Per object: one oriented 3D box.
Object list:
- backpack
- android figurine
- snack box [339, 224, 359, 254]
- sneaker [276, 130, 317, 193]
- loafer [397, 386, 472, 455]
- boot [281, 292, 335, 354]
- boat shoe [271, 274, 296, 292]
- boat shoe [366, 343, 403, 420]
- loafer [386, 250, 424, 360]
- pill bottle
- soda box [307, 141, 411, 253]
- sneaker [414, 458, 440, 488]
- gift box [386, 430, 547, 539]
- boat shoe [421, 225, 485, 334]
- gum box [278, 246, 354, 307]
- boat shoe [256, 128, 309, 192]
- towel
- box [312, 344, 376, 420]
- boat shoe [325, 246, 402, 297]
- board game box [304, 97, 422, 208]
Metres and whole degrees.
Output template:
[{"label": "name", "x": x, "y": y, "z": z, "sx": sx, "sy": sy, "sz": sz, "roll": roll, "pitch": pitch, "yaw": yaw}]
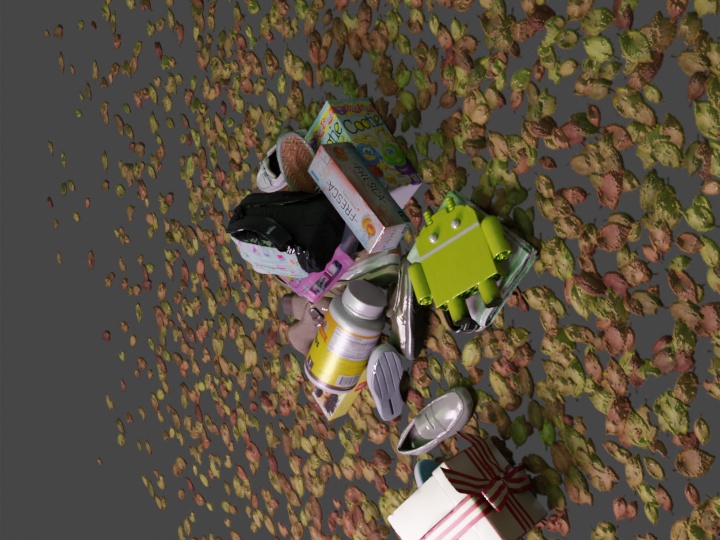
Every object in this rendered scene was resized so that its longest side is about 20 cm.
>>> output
[{"label": "backpack", "x": -0.136, "y": -0.064, "z": 1.618, "sx": 0.198, "sy": 0.168, "sz": 0.127, "roll": 5, "pitch": 137, "yaw": 29}, {"label": "android figurine", "x": 0.155, "y": -0.021, "z": 1.466, "sx": 0.181, "sy": 0.041, "sz": 0.202, "roll": -31, "pitch": 63, "yaw": 29}, {"label": "snack box", "x": -0.064, "y": -0.076, "z": 1.796, "sx": 0.142, "sy": 0.052, "sz": 0.202, "roll": 43, "pitch": 132, "yaw": 38}, {"label": "sneaker", "x": -0.111, "y": -0.175, "z": 1.678, "sx": 0.080, "sy": 0.071, "sz": 0.201, "roll": 46, "pitch": 164, "yaw": 50}, {"label": "loafer", "x": 0.131, "y": 0.274, "z": 1.636, "sx": 0.070, "sy": 0.069, "sz": 0.201, "roll": 57, "pitch": 137, "yaw": 24}, {"label": "boot", "x": -0.077, "y": 0.116, "z": 1.848, "sx": 0.145, "sy": 0.071, "sz": 0.201, "roll": 13, "pitch": 146, "yaw": 25}, {"label": "boat shoe", "x": -0.149, "y": -0.029, "z": 1.819, "sx": 0.200, "sy": 0.071, "sz": 0.069, "roll": 40, "pitch": 133, "yaw": 39}, {"label": "boat shoe", "x": 0.037, "y": 0.199, "z": 1.697, "sx": 0.062, "sy": 0.071, "sz": 0.202, "roll": 49, "pitch": 156, "yaw": 39}, {"label": "loafer", "x": 0.075, "y": 0.061, "z": 1.635, "sx": 0.069, "sy": 0.075, "sz": 0.203, "roll": 11, "pitch": 110, "yaw": 26}, {"label": "pill bottle", "x": -0.023, "y": 0.120, "z": 1.686, "sx": 0.109, "sy": 0.108, "sz": 0.202, "roll": 45, "pitch": 125, "yaw": 33}, {"label": "soda box", "x": -0.004, "y": -0.124, "z": 1.533, "sx": 0.201, "sy": 0.068, "sz": 0.064, "roll": 54, "pitch": 134, "yaw": 25}, {"label": "sneaker", "x": 0.135, "y": 0.454, "z": 1.675, "sx": 0.201, "sy": 0.079, "sz": 0.131, "roll": 60, "pitch": 137, "yaw": 22}, {"label": "gift box", "x": 0.169, "y": 0.383, "z": 1.496, "sx": 0.201, "sy": 0.184, "sz": 0.187, "roll": 50, "pitch": 118, "yaw": 13}, {"label": "boat shoe", "x": 0.148, "y": 0.012, "z": 1.551, "sx": 0.072, "sy": 0.067, "sz": 0.202, "roll": -39, "pitch": 68, "yaw": 51}, {"label": "gum box", "x": -0.111, "y": -0.033, "z": 1.714, "sx": 0.114, "sy": 0.066, "sz": 0.200, "roll": -48, "pitch": 50, "yaw": 0}, {"label": "boat shoe", "x": -0.165, "y": -0.222, "z": 1.873, "sx": 0.201, "sy": 0.064, "sz": 0.075, "roll": -33, "pitch": 74, "yaw": 50}, {"label": "towel", "x": 0.174, "y": -0.024, "z": 1.490, "sx": 0.200, "sy": 0.031, "sz": 0.150, "roll": 42, "pitch": 103, "yaw": 35}, {"label": "box", "x": -0.028, "y": 0.210, "z": 1.832, "sx": 0.076, "sy": 0.050, "sz": 0.201, "roll": 53, "pitch": 135, "yaw": 26}, {"label": "boat shoe", "x": 0.000, "y": 0.000, "z": 1.719, "sx": 0.198, "sy": 0.074, "sz": 0.069, "roll": -16, "pitch": 65, "yaw": 34}, {"label": "board game box", "x": 0.002, "y": -0.197, "z": 1.642, "sx": 0.201, "sy": 0.104, "sz": 0.103, "roll": 59, "pitch": 137, "yaw": 21}]
